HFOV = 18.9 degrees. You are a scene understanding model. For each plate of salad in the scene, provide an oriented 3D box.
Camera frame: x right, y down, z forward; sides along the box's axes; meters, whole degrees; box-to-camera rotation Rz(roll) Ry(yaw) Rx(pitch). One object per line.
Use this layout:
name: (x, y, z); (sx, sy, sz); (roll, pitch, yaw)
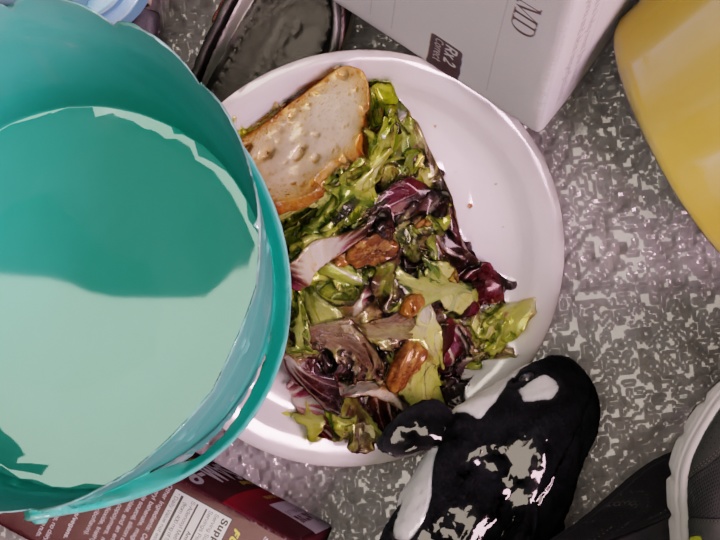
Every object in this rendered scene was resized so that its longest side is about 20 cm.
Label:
plate of salad: (0.000, 0.000, 0.990); (0.198, 0.048, 0.202); (-3, 107, -10)

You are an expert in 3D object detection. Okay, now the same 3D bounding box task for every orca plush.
orca plush: (0.042, 0.119, 0.972); (0.199, 0.071, 0.106); (-32, 105, -14)

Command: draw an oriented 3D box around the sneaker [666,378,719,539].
sneaker: (0.167, 0.133, 0.892); (0.074, 0.085, 0.202); (5, 108, -26)

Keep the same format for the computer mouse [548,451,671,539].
computer mouse: (0.116, 0.157, 0.952); (0.199, 0.053, 0.139); (-35, 120, -22)

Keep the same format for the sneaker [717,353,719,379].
sneaker: (0.252, 0.076, 0.949); (0.198, 0.075, 0.077); (11, 74, 20)

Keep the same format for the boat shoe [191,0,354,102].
boat shoe: (-0.061, -0.057, 1.025); (0.073, 0.063, 0.203); (23, 93, 6)

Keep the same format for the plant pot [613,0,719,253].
plant pot: (0.221, -0.097, 0.930); (0.188, 0.201, 0.202); (-30, 84, 22)

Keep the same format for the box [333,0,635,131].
box: (0.087, -0.202, 0.913); (0.130, 0.199, 0.201); (33, 71, 9)

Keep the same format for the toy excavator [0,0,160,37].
toy excavator: (-0.194, -0.155, 0.975); (0.193, 0.200, 0.101); (2, 88, 8)

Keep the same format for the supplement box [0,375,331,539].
supplement box: (-0.118, 0.101, 1.003); (0.199, 0.109, 0.061); (28, 91, 7)

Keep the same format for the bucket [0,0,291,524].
bucket: (-0.127, 0.001, 0.894); (0.205, 0.135, 0.209); (-1, 82, 5)
